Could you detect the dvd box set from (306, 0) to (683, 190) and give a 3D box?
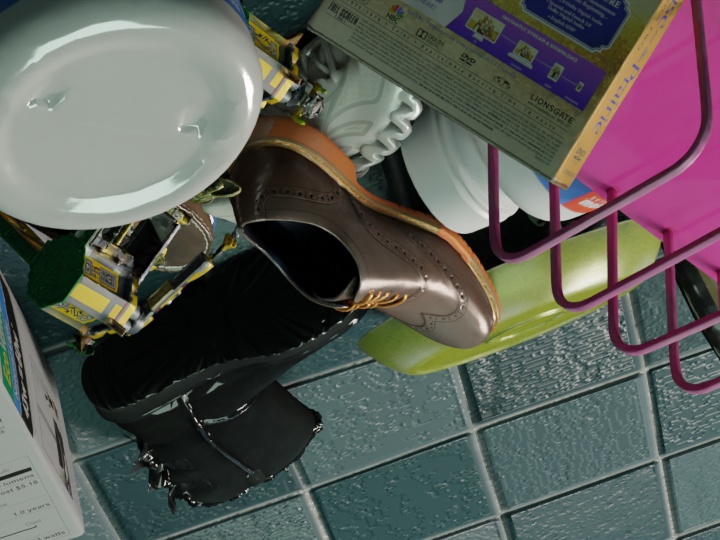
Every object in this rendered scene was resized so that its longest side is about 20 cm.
[{"bbox_3d":[0.085,-0.158,1.047,0.200,0.146,0.029,-59,158,5],"label":"dvd box set"}]

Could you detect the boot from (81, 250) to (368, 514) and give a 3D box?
[{"bbox_3d":[-0.065,0.070,1.425,0.198,0.074,0.163,-26,147,5],"label":"boot"}]

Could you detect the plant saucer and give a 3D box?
[{"bbox_3d":[0.096,0.021,1.392,0.199,0.031,0.200,-22,172,-3],"label":"plant saucer"}]

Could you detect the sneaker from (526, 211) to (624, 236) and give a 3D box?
[{"bbox_3d":[0.150,-0.089,1.305,0.118,0.074,0.201,-13,147,-19],"label":"sneaker"}]

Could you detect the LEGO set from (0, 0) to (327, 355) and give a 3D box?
[{"bbox_3d":[-0.093,-0.051,1.127,0.116,0.154,0.200,33,85,-45],"label":"LEGO set"}]

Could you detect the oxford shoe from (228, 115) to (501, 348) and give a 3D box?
[{"bbox_3d":[0.000,0.000,1.242,0.071,0.073,0.200,-29,131,35],"label":"oxford shoe"}]

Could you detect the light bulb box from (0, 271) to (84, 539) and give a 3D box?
[{"bbox_3d":[-0.280,0.080,1.294,0.197,0.125,0.200,-17,143,-1],"label":"light bulb box"}]

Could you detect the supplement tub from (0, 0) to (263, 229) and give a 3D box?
[{"bbox_3d":[-0.124,-0.129,0.974,0.131,0.200,0.132,-12,143,-9],"label":"supplement tub"}]

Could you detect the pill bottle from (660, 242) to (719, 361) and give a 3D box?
[{"bbox_3d":[0.293,-0.027,1.424,0.199,0.112,0.112,-28,143,13],"label":"pill bottle"}]

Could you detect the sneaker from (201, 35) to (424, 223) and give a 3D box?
[{"bbox_3d":[-0.023,-0.087,1.244,0.081,0.075,0.200,14,133,-24],"label":"sneaker"}]

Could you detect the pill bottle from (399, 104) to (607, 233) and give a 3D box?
[{"bbox_3d":[0.124,-0.092,1.221,0.200,0.113,0.112,-24,146,29],"label":"pill bottle"}]

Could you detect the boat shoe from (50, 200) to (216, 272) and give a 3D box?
[{"bbox_3d":[-0.151,-0.032,1.250,0.072,0.073,0.200,-39,140,25],"label":"boat shoe"}]

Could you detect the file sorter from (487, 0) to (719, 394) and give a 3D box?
[{"bbox_3d":[0.170,-0.028,1.109,0.139,0.126,0.200,-30,132,34],"label":"file sorter"}]
